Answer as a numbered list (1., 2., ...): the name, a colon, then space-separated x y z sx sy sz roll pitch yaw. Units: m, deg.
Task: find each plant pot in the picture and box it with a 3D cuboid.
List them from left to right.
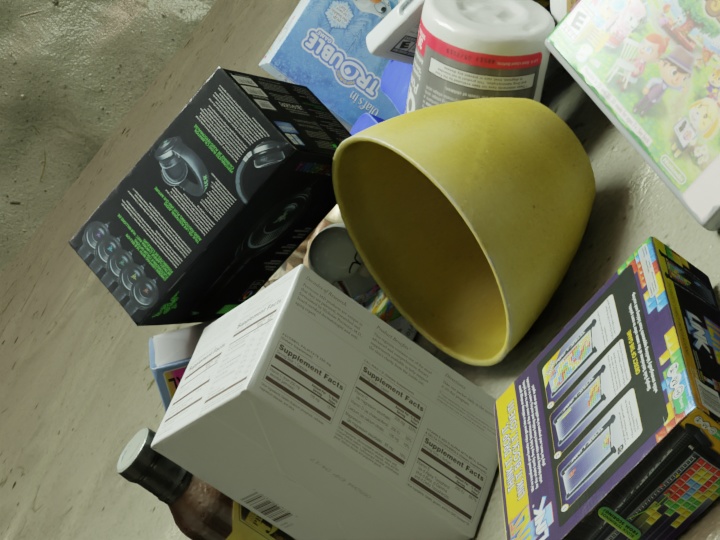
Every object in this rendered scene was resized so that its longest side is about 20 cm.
1. plant pot: 0.095 -0.051 1.415 0.141 0.201 0.200 -35 9 -22

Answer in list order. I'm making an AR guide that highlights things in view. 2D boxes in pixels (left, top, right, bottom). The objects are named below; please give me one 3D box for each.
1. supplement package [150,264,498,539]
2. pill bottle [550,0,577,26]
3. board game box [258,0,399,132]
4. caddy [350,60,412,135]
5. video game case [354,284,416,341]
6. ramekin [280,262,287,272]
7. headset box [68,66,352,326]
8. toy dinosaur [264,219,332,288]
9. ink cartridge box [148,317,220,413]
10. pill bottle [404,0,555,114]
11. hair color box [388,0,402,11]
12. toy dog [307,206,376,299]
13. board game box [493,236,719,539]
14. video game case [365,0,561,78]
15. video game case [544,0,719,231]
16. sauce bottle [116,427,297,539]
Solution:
1. supplement package: -0.020 0.114 1.350 0.155 0.199 0.112 -31 29 52
2. pill bottle: 0.218 -0.203 1.436 0.115 0.114 0.200 -55 17 1
3. board game box: 0.035 -0.226 1.830 0.200 0.199 0.043 -57 17 -6
4. caddy: 0.064 -0.119 1.719 0.142 0.104 0.200 -59 17 12
5. video game case: 0.015 0.056 1.678 0.143 0.018 0.201 -32 29 55
6. ramekin: -0.059 -0.071 1.822 0.098 0.200 0.201 -44 18 7
7. headset box: -0.110 -0.050 1.468 0.200 0.093 0.174 -47 -15 14
8. toy dinosaur: -0.048 -0.046 1.692 0.135 0.200 0.086 -44 13 -8
9. ink cartridge box: -0.076 0.137 1.488 0.135 0.202 0.076 -15 21 0
10. pill bottle: 0.090 -0.124 1.548 0.111 0.109 0.202 -87 6 -60
11. hair color box: 0.123 -0.263 1.639 0.200 0.099 0.061 -41 55 44
12. toy dog: 0.000 0.000 1.580 0.200 0.095 0.133 -74 6 -69
13. board game box: 0.157 0.097 1.148 0.166 0.056 0.201 -50 18 24
14. video game case: 0.132 -0.228 1.606 0.182 0.199 0.023 -41 54 37
15. video game case: 0.238 -0.160 1.265 0.182 0.022 0.201 -49 54 20
16. sauce bottle: -0.094 0.190 1.416 0.065 0.199 0.065 -45 21 23
